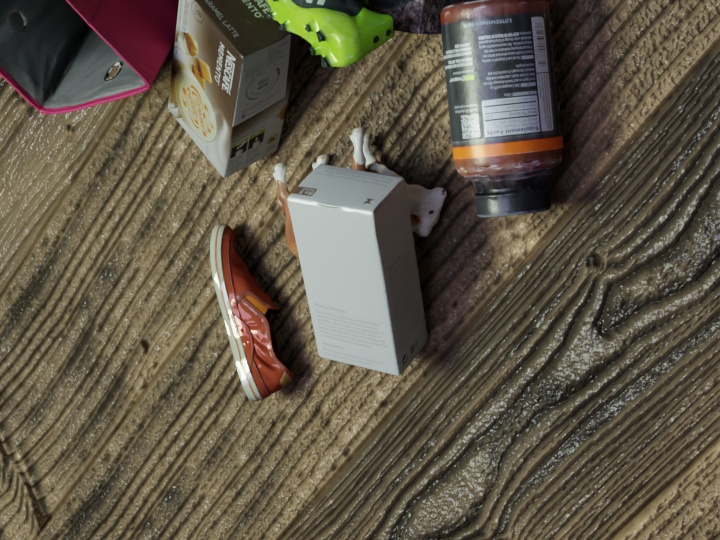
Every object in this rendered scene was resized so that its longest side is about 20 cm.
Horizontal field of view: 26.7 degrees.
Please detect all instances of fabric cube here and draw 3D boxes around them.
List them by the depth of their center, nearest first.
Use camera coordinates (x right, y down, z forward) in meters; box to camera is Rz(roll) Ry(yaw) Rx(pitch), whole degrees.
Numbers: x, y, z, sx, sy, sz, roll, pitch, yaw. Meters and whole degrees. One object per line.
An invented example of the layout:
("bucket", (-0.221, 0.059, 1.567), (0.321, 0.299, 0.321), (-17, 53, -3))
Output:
("fabric cube", (-0.302, -0.314, 1.610), (0.195, 0.200, 0.200), (-6, 49, 41))

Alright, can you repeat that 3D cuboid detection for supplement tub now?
("supplement tub", (0.134, -0.153, 1.421), (0.106, 0.107, 0.202), (-1, 97, 37))

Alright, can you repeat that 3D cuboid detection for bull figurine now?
("bull figurine", (-0.006, -0.074, 1.563), (0.199, 0.065, 0.122), (-19, 81, 35))

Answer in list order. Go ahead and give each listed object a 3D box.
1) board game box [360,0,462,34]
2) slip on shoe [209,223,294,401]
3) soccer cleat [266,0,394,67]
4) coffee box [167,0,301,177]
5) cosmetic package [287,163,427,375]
("board game box", (0.032, -0.339, 1.475), (0.159, 0.097, 0.202), (14, 105, 34))
("slip on shoe", (-0.121, 0.042, 1.672), (0.061, 0.074, 0.201), (-18, 78, 2))
("soccer cleat", (-0.039, -0.256, 1.443), (0.200, 0.081, 0.068), (49, 157, 42))
("coffee box", (-0.133, -0.208, 1.575), (0.115, 0.079, 0.200), (50, 152, 19))
("cosmetic package", (0.000, 0.000, 1.510), (0.101, 0.074, 0.201), (12, 129, 27))
